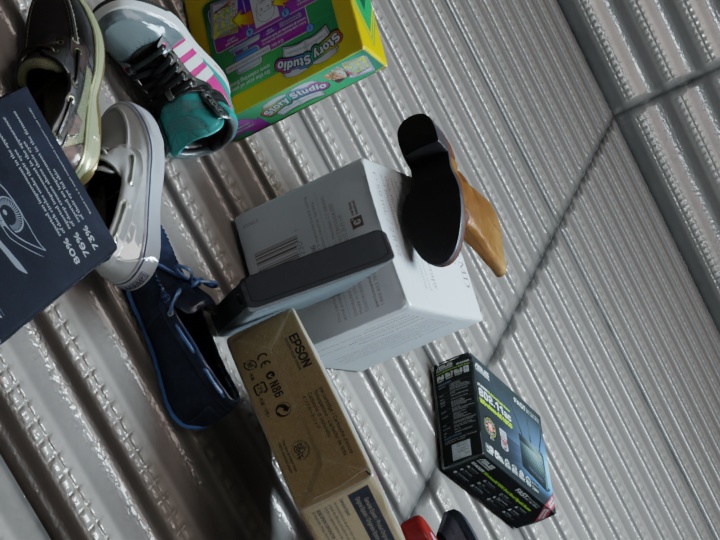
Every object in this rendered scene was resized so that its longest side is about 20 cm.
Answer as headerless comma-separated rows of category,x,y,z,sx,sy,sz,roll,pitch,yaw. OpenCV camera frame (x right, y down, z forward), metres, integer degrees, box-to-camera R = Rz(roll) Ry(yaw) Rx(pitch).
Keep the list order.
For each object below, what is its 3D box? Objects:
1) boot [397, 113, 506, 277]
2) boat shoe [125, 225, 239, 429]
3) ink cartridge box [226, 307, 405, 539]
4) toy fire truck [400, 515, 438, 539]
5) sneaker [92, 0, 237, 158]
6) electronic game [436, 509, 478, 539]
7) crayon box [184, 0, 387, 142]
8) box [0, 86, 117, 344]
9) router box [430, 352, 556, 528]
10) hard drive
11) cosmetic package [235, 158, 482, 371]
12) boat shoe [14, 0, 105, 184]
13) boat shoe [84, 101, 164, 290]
boot,0.105,-0.044,1.561,0.200,0.068,0.189,49,19,-50
boat shoe,-0.155,0.040,1.308,0.084,0.068,0.201,-12,79,-66
ink cartridge box,-0.038,0.160,1.319,0.200,0.075,0.165,62,-3,36
toy fire truck,0.037,0.303,1.454,0.200,0.112,0.168,57,1,-21
sneaker,-0.187,-0.175,1.432,0.200,0.083,0.121,37,27,-50
electronic game,0.127,0.352,1.551,0.200,0.041,0.201,162,-90,-82
crayon box,-0.085,-0.259,1.569,0.058,0.199,0.173,24,47,-57
box,-0.287,-0.027,1.046,0.149,0.104,0.200,62,24,-10
router box,0.169,0.217,1.838,0.200,0.062,0.150,42,32,-43
hard drive,-0.058,0.014,1.333,0.200,0.139,0.033,146,-77,-75
cosmetic package,0.000,0.000,1.553,0.200,0.166,0.168,12,57,-63
boat shoe,-0.266,-0.168,1.262,0.065,0.073,0.201,36,38,-57
boat shoe,-0.221,-0.077,1.284,0.066,0.072,0.201,33,43,-44
